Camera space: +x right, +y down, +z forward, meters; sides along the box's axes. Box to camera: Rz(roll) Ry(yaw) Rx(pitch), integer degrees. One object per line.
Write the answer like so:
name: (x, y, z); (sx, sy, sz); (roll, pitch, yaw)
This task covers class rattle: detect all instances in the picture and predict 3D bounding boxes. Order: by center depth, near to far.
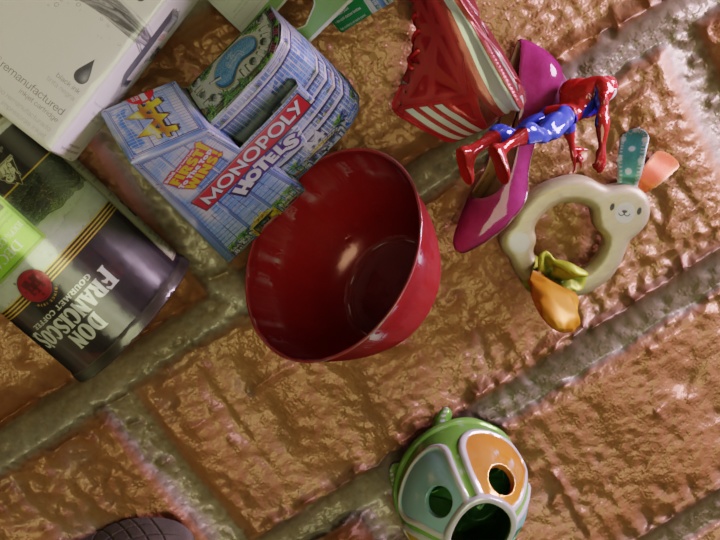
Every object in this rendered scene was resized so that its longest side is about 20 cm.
rattle: (0.238, -0.046, 0.857); (0.199, 0.143, 0.131); (-32, 90, 9)

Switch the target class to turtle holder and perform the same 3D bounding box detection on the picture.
turtle holder: (0.093, 0.249, 0.925); (0.185, 0.132, 0.142); (-35, 109, 3)

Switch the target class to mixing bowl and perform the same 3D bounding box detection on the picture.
mixing bowl: (0.000, 0.000, 0.825); (0.201, 0.200, 0.108); (-51, 139, 9)

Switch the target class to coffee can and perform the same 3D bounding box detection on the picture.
coffee can: (-0.274, -0.022, 0.785); (0.146, 0.146, 0.200); (-44, 107, 6)

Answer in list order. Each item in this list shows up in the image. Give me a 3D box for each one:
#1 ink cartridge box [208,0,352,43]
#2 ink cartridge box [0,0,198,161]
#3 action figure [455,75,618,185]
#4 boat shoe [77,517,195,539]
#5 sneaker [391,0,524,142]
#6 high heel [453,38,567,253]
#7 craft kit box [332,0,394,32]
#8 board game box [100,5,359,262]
ink cartridge box: (-0.101, -0.277, 0.736); (0.199, 0.145, 0.048); (39, 60, -17)
ink cartridge box: (-0.227, -0.210, 0.689); (0.145, 0.085, 0.201); (38, 88, -6)
action figure: (0.177, -0.109, 0.796); (0.199, 0.065, 0.100); (-36, 117, -31)
boat shoe: (-0.263, 0.318, 0.935); (0.198, 0.075, 0.074); (-13, 118, 5)
sneaker: (0.055, -0.209, 0.812); (0.115, 0.078, 0.201); (-30, 87, 23)
high heel: (0.129, -0.118, 0.853); (0.096, 0.067, 0.201); (36, 84, -26)
craft kit box: (-0.021, -0.304, 0.707); (0.198, 0.199, 0.049); (48, 64, -19)
board game box: (-0.109, -0.114, 0.751); (0.200, 0.200, 0.062); (-42, 65, 11)
